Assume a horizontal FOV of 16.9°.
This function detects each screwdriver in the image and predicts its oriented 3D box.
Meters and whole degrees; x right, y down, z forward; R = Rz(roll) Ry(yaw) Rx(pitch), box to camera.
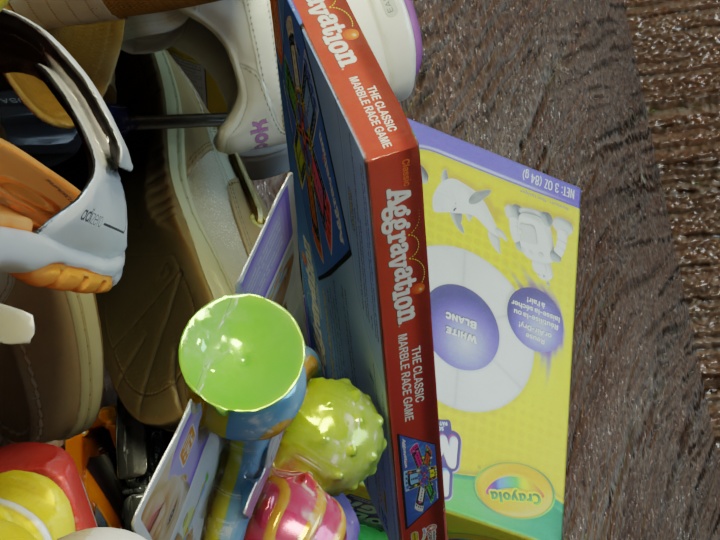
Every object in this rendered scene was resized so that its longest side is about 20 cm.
[{"bbox_3d":[-0.072,-0.054,0.879,0.199,0.029,0.028,-6,97,-38],"label":"screwdriver"}]

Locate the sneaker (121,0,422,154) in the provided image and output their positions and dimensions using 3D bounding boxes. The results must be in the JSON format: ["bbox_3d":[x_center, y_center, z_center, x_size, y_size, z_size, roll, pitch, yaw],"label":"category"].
[{"bbox_3d":[-0.059,-0.135,0.857,0.201,0.099,0.075,61,-12,5],"label":"sneaker"}]

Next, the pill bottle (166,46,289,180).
[{"bbox_3d":[-0.049,-0.120,1.006,0.200,0.111,0.113,92,-5,-64],"label":"pill bottle"}]

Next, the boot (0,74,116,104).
[{"bbox_3d":[-0.136,-0.154,0.833,0.200,0.072,0.156,52,31,-64],"label":"boot"}]

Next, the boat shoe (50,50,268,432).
[{"bbox_3d":[-0.068,-0.012,0.915,0.066,0.074,0.201,26,34,-39],"label":"boat shoe"}]

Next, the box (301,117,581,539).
[{"bbox_3d":[0.030,0.041,1.014,0.117,0.048,0.201,19,61,-25],"label":"box"}]

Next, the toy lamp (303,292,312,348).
[{"bbox_3d":[-0.021,0.105,0.897,0.058,0.058,0.201,56,31,-57],"label":"toy lamp"}]

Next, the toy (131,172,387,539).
[{"bbox_3d":[-0.022,0.066,0.761,0.200,0.047,0.116,78,31,-64],"label":"toy"}]

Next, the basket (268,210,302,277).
[{"bbox_3d":[0.003,0.073,1.098,0.180,0.135,0.201,41,36,-79],"label":"basket"}]

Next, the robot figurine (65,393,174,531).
[{"bbox_3d":[-0.066,0.130,0.929,0.145,0.058,0.201,-13,93,-76],"label":"robot figurine"}]

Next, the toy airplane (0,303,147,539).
[{"bbox_3d":[-0.113,0.098,0.606,0.200,0.140,0.200,55,27,-54],"label":"toy airplane"}]

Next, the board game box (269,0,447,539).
[{"bbox_3d":[0.000,0.000,0.797,0.201,0.019,0.103,85,-16,-47],"label":"board game box"}]

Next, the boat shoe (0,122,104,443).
[{"bbox_3d":[-0.141,-0.019,0.762,0.064,0.071,0.201,-40,126,-32],"label":"boat shoe"}]

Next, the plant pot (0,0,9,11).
[{"bbox_3d":[-0.166,-0.102,0.481,0.200,0.175,0.201,-70,146,-63],"label":"plant pot"}]

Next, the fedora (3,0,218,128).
[{"bbox_3d":[-0.067,-0.142,0.738,0.201,0.081,0.202,0,90,-82],"label":"fedora"}]

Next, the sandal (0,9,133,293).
[{"bbox_3d":[-0.096,-0.036,0.627,0.059,0.079,0.207,-60,175,4],"label":"sandal"}]
